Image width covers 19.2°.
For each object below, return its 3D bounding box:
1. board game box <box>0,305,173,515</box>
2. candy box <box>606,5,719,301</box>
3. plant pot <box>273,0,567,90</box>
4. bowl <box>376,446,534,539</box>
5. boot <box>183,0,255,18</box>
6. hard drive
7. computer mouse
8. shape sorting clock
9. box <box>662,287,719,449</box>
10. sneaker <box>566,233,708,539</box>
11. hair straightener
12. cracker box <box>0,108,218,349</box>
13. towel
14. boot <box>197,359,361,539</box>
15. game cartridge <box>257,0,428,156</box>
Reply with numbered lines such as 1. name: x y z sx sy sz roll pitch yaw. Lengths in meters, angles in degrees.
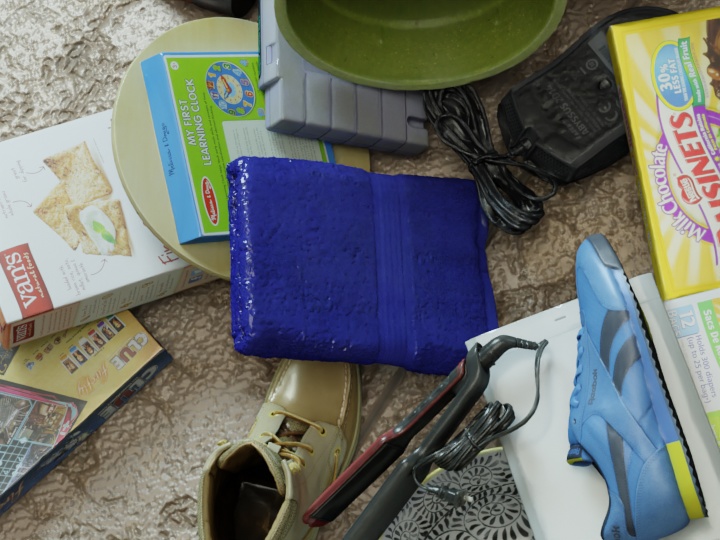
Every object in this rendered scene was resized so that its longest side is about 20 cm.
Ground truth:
1. board game box: -0.255 0.081 1.542 0.200 0.035 0.135 -42 74 -5
2. candy box: 0.240 -0.081 1.476 0.102 0.026 0.200 -11 81 1
3. plant pot: 0.038 -0.260 1.488 0.200 0.200 0.190 -6 58 6
4. bowl: 0.108 0.224 1.424 0.201 0.094 0.201 -2 74 8
5. boot: -0.138 -0.303 1.629 0.200 0.068 0.188 24 87 20
6. hard drive: 0.163 0.116 1.381 0.132 0.026 0.200 -21 72 6
7. computer mouse: 0.156 -0.118 1.531 0.200 0.053 0.139 -30 68 -2
8. shape sorting clock: -0.084 -0.086 1.511 0.200 0.039 0.200 12 66 -29
9. box: 0.260 0.115 1.430 0.112 0.101 0.200 -15 74 4
10. sneaker: 0.156 0.075 1.345 0.078 0.066 0.200 -18 73 11
11. hair straightener: 0.055 0.121 1.381 0.200 0.041 0.077 -44 63 4
12. cracker box: -0.184 -0.041 1.523 0.200 0.058 0.134 -19 73 -18
13. towel: 0.000 0.000 1.480 0.200 0.050 0.148 6 68 -26
14. boot: -0.055 0.122 1.441 0.073 0.155 0.200 17 78 11
15. game cartridge: -0.014 -0.188 1.547 0.130 0.038 0.200 7 71 -25
